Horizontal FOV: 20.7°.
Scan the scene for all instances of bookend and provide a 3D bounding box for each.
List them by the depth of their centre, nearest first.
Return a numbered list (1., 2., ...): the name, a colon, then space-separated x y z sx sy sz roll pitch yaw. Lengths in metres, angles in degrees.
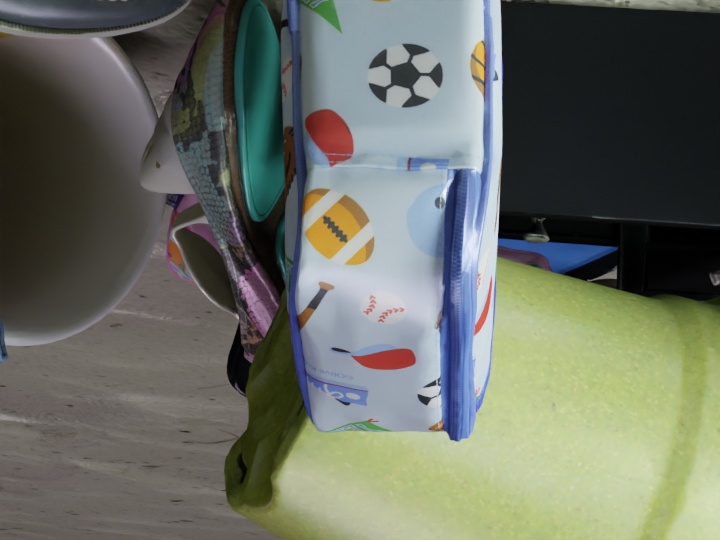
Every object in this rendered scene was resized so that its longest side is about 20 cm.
1. bookend: 0.117 -0.038 0.888 0.198 0.093 0.199 5 165 7

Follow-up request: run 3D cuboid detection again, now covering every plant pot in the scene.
1. plant pot: 0.050 0.071 0.827 0.183 0.202 0.200 23 160 -13

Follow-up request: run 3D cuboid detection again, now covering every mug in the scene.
1. mug: -0.195 -0.061 0.901 0.149 0.188 0.153 -24 -165 -37

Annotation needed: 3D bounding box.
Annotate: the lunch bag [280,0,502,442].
1. lunch bag: 0.016 -0.049 0.694 0.075 0.201 0.161 2 151 6

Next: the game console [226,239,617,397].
1. game console: 0.052 0.019 1.087 0.199 0.177 0.116 14 -169 -27

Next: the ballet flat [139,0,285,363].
1. ballet flat: -0.056 -0.029 0.877 0.071 0.069 0.201 0 128 23

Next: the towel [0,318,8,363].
1. towel: -0.202 -0.055 0.767 0.111 0.202 0.048 -5 -169 33

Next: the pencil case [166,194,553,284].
1. pencil case: 0.000 0.000 0.973 0.199 0.088 0.087 24 170 17

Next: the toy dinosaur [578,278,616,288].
1. toy dinosaur: 0.132 0.021 1.017 0.100 0.059 0.200 -12 -178 5

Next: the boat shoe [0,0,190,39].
1. boat shoe: -0.139 -0.134 0.675 0.199 0.073 0.062 18 165 -23
